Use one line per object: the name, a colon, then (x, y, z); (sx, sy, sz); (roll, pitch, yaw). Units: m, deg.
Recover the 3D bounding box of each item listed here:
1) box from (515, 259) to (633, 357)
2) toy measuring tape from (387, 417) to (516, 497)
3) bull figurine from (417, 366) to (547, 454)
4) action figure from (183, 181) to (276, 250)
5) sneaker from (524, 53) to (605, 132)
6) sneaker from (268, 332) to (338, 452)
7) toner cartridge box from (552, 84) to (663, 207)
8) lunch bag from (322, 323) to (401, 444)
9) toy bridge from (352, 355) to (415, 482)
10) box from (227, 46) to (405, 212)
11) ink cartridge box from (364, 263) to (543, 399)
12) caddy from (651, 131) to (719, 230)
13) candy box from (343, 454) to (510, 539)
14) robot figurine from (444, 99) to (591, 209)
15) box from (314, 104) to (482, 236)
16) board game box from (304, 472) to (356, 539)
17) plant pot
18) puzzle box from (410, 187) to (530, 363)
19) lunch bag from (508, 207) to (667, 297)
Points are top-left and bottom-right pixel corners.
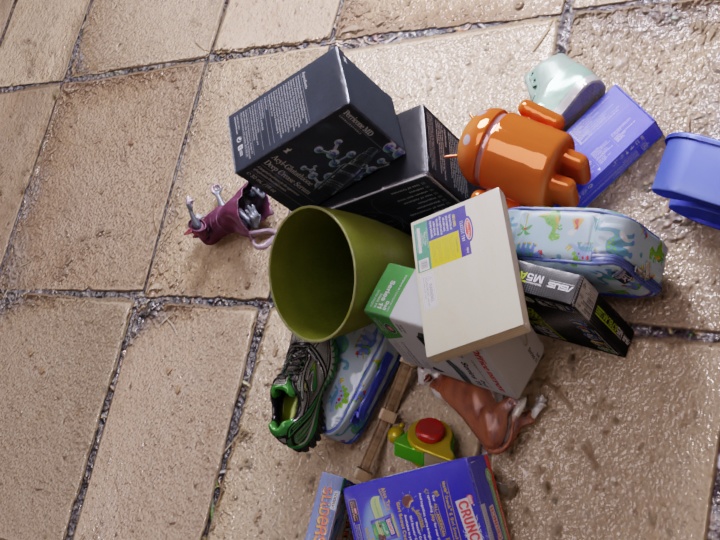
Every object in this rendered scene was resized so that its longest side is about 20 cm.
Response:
box: (0.236, 0.042, 1.317); (0.191, 0.200, 0.048); (13, 75, 38)
toy measuring tape: (0.131, 0.252, 1.397); (0.198, 0.074, 0.074); (17, 79, 23)
bull figurine: (0.164, 0.163, 1.402); (0.121, 0.065, 0.200); (-45, 52, 7)
action figure: (-0.236, -0.090, 1.808); (0.199, 0.134, 0.150); (-27, 98, 38)
sneaker: (0.264, -0.231, 1.508); (0.200, 0.073, 0.119); (-46, 43, 14)
sneaker: (-0.086, 0.156, 1.467); (0.077, 0.085, 0.203); (-8, 64, 29)
toner cartridge box: (0.326, -0.161, 1.446); (0.200, 0.043, 0.095); (-44, 51, 12)
lunch bag: (-0.029, 0.152, 1.536); (0.160, 0.082, 0.202); (22, 83, 40)
toy bridge: (0.040, 0.211, 1.469); (0.027, 0.067, 0.202); (22, 83, 5)
box: (-0.062, -0.190, 1.415); (0.198, 0.148, 0.108); (-29, 55, 23)
ink cartridge box: (0.126, 0.080, 1.342); (0.198, 0.147, 0.084); (14, 64, 40)
caddy: (0.466, -0.113, 1.260); (0.199, 0.141, 0.106); (25, 90, 40)
candy box: (0.093, 0.348, 1.335); (0.198, 0.077, 0.172); (-20, 78, 30)
robot figurine: (0.218, -0.153, 1.399); (0.198, 0.116, 0.146); (25, 118, 24)
box: (0.062, -0.124, 1.519); (0.198, 0.196, 0.126); (-17, 59, 29)
board game box: (-0.049, 0.392, 1.407); (0.034, 0.135, 0.203); (11, 76, 14)
plant pot: (0.000, 0.000, 1.457); (0.186, 0.198, 0.190); (4, 96, 46)
puzzle box: (0.134, 0.004, 1.259); (0.132, 0.025, 0.202); (-21, 55, 25)
lunch bag: (0.291, -0.021, 1.323); (0.198, 0.160, 0.084); (6, 76, 40)
